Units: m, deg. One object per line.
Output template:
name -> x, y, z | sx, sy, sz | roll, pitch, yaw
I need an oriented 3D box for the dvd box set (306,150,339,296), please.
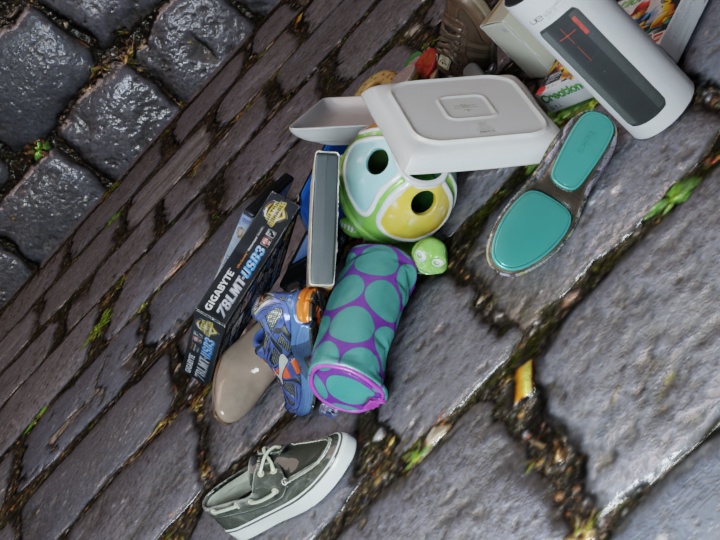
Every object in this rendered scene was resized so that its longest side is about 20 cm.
dvd box set -> -0.044, -0.048, 1.410 | 0.200, 0.029, 0.147 | 123, 149, -83

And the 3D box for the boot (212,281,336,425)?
boot -> -0.101, 0.092, 1.537 | 0.146, 0.070, 0.200 | -30, 28, 38

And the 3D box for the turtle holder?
turtle holder -> 0.044, -0.091, 1.422 | 0.132, 0.140, 0.186 | 134, 153, -62

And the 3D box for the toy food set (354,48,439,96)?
toy food set -> 0.046, -0.256, 1.873 | 0.198, 0.049, 0.200 | -31, 27, 41

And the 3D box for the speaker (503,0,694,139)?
speaker -> 0.233, -0.222, 1.206 | 0.081, 0.200, 0.081 | -42, 21, 20

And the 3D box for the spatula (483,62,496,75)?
spatula -> 0.120, -0.176, 1.530 | 0.200, 0.020, 0.057 | -57, 8, 35

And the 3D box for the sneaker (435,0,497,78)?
sneaker -> 0.133, -0.290, 1.601 | 0.076, 0.200, 0.070 | -44, 62, -9

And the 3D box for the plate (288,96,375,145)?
plate -> 0.026, -0.192, 1.586 | 0.199, 0.032, 0.200 | 1, 19, 12

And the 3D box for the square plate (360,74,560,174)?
square plate -> 0.118, -0.170, 1.366 | 0.198, 0.199, 0.029 | -114, 21, -54

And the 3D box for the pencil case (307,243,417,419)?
pencil case -> 0.005, 0.061, 1.331 | 0.085, 0.092, 0.200 | -35, 26, 40

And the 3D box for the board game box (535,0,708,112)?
board game box -> 0.294, -0.256, 1.381 | 0.200, 0.035, 0.127 | -17, 37, 56

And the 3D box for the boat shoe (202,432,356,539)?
boat shoe -> -0.088, 0.219, 1.289 | 0.200, 0.064, 0.071 | -37, 23, 29

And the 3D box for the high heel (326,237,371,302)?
high heel -> 0.000, 0.000, 1.499 | 0.096, 0.067, 0.200 | -41, 16, 47

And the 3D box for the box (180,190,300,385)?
box -> -0.155, 0.026, 1.592 | 0.199, 0.050, 0.200 | -61, -2, -29

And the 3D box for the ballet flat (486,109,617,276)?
ballet flat -> 0.192, -0.069, 1.241 | 0.201, 0.072, 0.072 | -54, 21, -13

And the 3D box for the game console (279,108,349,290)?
game console -> -0.062, -0.097, 1.716 | 0.170, 0.118, 0.200 | -26, 30, 46

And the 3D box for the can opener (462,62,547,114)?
can opener -> 0.168, -0.206, 1.522 | 0.053, 0.066, 0.200 | -46, 25, 4

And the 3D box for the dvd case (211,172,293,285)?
dvd case -> -0.156, -0.027, 1.672 | 0.200, 0.017, 0.143 | -63, -7, 31

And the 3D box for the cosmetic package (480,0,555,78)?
cosmetic package -> 0.253, -0.347, 1.531 | 0.200, 0.105, 0.071 | -51, 19, -8

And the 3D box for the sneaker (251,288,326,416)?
sneaker -> -0.079, 0.087, 1.379 | 0.201, 0.078, 0.076 | 90, -166, -45
